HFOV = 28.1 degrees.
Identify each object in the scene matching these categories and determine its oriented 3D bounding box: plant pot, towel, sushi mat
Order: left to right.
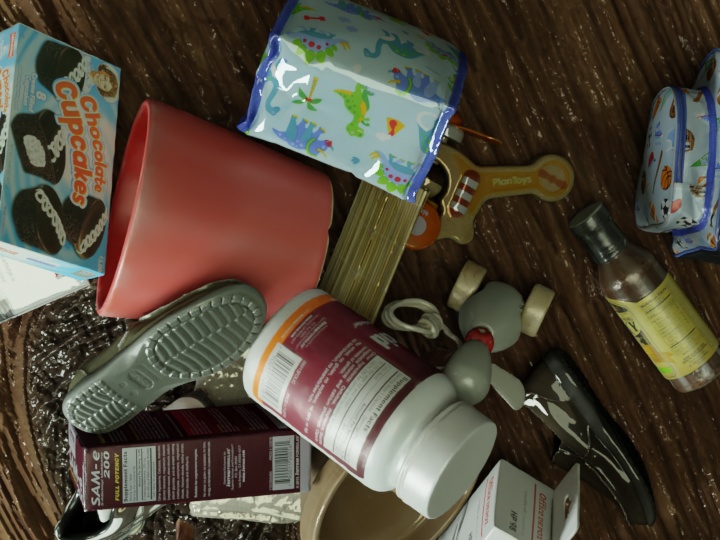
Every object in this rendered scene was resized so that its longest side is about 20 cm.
[{"bbox_3d":[-0.129,-0.039,1.288,0.177,0.200,0.201,12,101,-16],"label":"plant pot"},{"bbox_3d":[-0.098,0.148,1.398,0.132,0.034,0.201,6,100,-5],"label":"towel"},{"bbox_3d":[0.000,0.000,1.306,0.012,0.096,0.201,9,111,-38],"label":"sushi mat"},{"bbox_3d":[0.012,0.190,1.361,0.200,0.093,0.202,-24,134,-27],"label":"plant pot"}]

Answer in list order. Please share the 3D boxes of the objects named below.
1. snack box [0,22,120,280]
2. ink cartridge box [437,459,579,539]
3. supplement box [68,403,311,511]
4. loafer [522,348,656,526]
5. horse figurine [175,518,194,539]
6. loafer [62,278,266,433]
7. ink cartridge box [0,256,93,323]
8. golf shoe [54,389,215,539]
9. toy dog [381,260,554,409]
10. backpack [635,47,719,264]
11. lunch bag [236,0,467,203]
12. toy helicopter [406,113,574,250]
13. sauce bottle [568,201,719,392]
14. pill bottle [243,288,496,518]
[{"bbox_3d":[-0.271,-0.102,1.260,0.037,0.116,0.201,-14,67,38],"label":"snack box"},{"bbox_3d":[0.125,0.263,1.364,0.067,0.116,0.200,30,116,-6],"label":"ink cartridge box"},{"bbox_3d":[-0.153,0.163,1.278,0.199,0.109,0.061,-2,99,-17],"label":"supplement box"},{"bbox_3d":[0.220,0.171,1.405,0.071,0.073,0.200,-32,96,14],"label":"loafer"},{"bbox_3d":[-0.100,0.314,1.381,0.199,0.133,0.050,29,99,-7],"label":"horse figurine"},{"bbox_3d":[-0.170,0.060,1.220,0.199,0.070,0.075,-30,127,11],"label":"loafer"},{"bbox_3d":[-0.360,-0.023,1.325,0.199,0.083,0.147,-22,102,1],"label":"ink cartridge box"},{"bbox_3d":[-0.208,0.195,1.352,0.078,0.094,0.200,45,106,16],"label":"golf shoe"},{"bbox_3d":[0.105,0.073,1.330,0.132,0.200,0.097,33,126,25],"label":"toy dog"},{"bbox_3d":[0.332,-0.104,1.299,0.153,0.200,0.191,14,88,-7],"label":"backpack"},{"bbox_3d":[0.001,-0.170,1.257,0.169,0.200,0.128,23,125,-4],"label":"lunch bag"},{"bbox_3d":[0.104,-0.091,1.350,0.199,0.079,0.133,-5,93,-13],"label":"toy helicopter"},{"bbox_3d":[0.271,0.023,1.376,0.065,0.065,0.200,-37,99,5],"label":"sauce bottle"},{"bbox_3d":[0.008,0.112,1.215,0.200,0.114,0.114,34,100,23],"label":"pill bottle"}]
